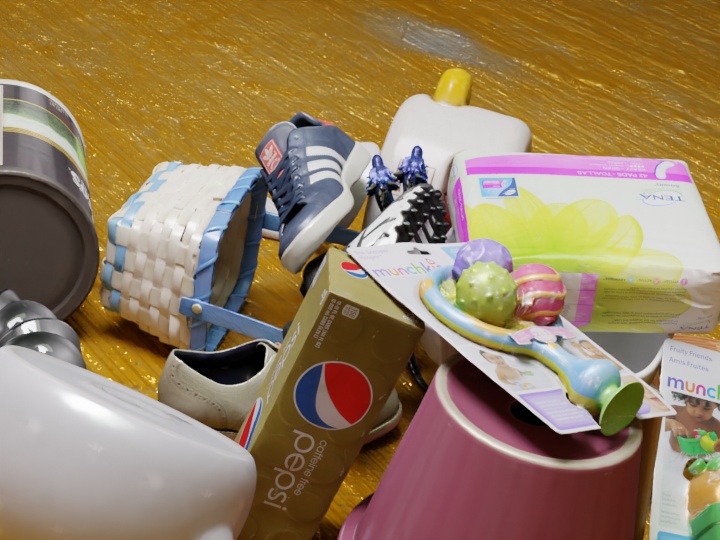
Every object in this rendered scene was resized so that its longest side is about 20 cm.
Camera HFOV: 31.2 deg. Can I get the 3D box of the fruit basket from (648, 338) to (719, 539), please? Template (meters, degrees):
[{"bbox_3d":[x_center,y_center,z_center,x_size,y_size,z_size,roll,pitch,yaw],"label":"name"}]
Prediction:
[{"bbox_3d":[0.293,0.154,0.895,0.183,0.094,0.202,15,64,-3],"label":"fruit basket"}]

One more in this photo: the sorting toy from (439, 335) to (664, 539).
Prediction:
[{"bbox_3d":[0.130,0.102,0.906,0.184,0.201,0.036,31,55,33],"label":"sorting toy"}]

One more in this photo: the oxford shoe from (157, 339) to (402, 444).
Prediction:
[{"bbox_3d":[-0.056,0.093,0.972,0.198,0.075,0.071,-1,29,-24],"label":"oxford shoe"}]

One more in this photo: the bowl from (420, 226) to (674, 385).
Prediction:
[{"bbox_3d":[0.152,0.035,1.029,0.198,0.075,0.200,15,38,17],"label":"bowl"}]

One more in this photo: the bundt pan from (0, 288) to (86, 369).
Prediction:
[{"bbox_3d":[-0.286,0.073,0.912,0.199,0.077,0.202,9,27,-5],"label":"bundt pan"}]

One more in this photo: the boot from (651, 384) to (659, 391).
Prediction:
[{"bbox_3d":[0.156,0.096,1.053,0.198,0.074,0.095,23,22,19],"label":"boot"}]

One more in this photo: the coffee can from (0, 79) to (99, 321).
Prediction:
[{"bbox_3d":[-0.298,-0.057,1.079,0.145,0.148,0.200,3,28,-17],"label":"coffee can"}]

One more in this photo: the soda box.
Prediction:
[{"bbox_3d":[-0.031,0.092,0.836,0.067,0.201,0.064,22,24,-12],"label":"soda box"}]

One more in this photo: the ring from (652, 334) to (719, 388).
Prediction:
[{"bbox_3d":[0.328,0.116,1.153,0.198,0.019,0.201,10,28,-5],"label":"ring"}]

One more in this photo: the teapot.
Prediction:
[{"bbox_3d":[-0.169,0.142,0.763,0.196,0.147,0.200,27,-4,-20],"label":"teapot"}]

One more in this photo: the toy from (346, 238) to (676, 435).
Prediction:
[{"bbox_3d":[0.096,0.021,0.784,0.114,0.048,0.200,-2,36,-42],"label":"toy"}]

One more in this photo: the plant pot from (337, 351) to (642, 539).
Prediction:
[{"bbox_3d":[0.089,0.155,0.794,0.198,0.181,0.201,10,26,-5],"label":"plant pot"}]

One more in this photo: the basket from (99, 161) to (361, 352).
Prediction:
[{"bbox_3d":[-0.101,-0.007,1.072,0.198,0.141,0.177,13,29,12],"label":"basket"}]

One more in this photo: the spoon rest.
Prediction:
[{"bbox_3d":[-0.034,-0.063,1.212,0.060,0.100,0.199,28,-21,-23],"label":"spoon rest"}]

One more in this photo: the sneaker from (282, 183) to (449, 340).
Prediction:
[{"bbox_3d":[0.000,0.000,0.980,0.090,0.067,0.201,-1,40,32],"label":"sneaker"}]

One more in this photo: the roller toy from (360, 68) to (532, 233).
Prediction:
[{"bbox_3d":[0.076,-0.069,1.215,0.138,0.201,0.183,16,44,8],"label":"roller toy"}]

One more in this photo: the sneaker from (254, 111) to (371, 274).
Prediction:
[{"bbox_3d":[-0.051,-0.069,1.023,0.084,0.075,0.200,38,23,-10],"label":"sneaker"}]

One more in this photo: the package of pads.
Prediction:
[{"bbox_3d":[0.171,-0.022,0.986,0.197,0.069,0.155,1,39,-4],"label":"package of pads"}]

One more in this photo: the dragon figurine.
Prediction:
[{"bbox_3d":[0.033,0.000,1.077,0.058,0.202,0.099,-1,-15,19],"label":"dragon figurine"}]
